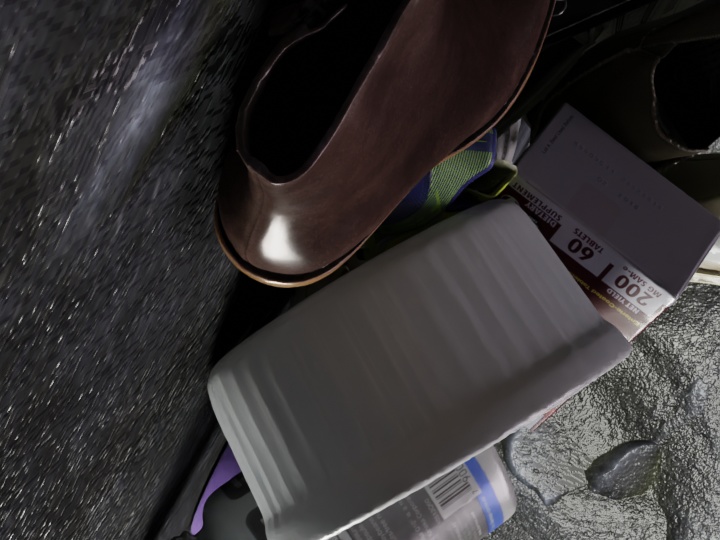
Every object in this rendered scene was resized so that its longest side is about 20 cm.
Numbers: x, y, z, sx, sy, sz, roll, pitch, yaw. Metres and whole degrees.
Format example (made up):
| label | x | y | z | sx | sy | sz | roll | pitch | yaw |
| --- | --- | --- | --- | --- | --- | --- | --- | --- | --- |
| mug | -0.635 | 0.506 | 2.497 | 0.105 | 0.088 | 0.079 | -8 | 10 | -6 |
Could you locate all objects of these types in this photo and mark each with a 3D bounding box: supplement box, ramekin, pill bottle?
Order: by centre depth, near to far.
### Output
| label | x | y | z | sx | sy | sz | roll | pitch | yaw |
| --- | --- | --- | --- | --- | --- | --- | --- | --- | --- |
| ramekin | 0.022 | 0.049 | 0.750 | 0.200 | 0.098 | 0.200 | -30 | 174 | -3 |
| supplement box | 0.104 | 0.005 | 0.857 | 0.061 | 0.109 | 0.200 | -50 | 175 | -29 |
| pill bottle | -0.019 | 0.151 | 0.888 | 0.200 | 0.114 | 0.114 | -34 | 169 | -11 |

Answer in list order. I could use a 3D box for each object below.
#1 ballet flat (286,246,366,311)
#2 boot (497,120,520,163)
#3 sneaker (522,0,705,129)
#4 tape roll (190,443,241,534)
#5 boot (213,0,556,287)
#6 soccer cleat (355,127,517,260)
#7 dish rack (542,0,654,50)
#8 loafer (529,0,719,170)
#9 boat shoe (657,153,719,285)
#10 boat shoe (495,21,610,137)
| label | x | y | z | sx | sy | sz | roll | pitch | yaw |
| --- | --- | --- | --- | --- | --- | --- | --- | --- | --- |
| ballet flat | 0.000 | 0.000 | 0.884 | 0.071 | 0.069 | 0.200 | 79 | 33 | -54 |
| boot | 0.075 | -0.032 | 0.983 | 0.073 | 0.096 | 0.200 | -11 | 139 | -18 |
| sneaker | 0.173 | -0.132 | 0.852 | 0.200 | 0.076 | 0.088 | -32 | -160 | 20 |
| tape roll | -0.030 | 0.115 | 1.053 | 0.200 | 0.085 | 0.200 | -59 | 174 | -11 |
| boot | 0.022 | -0.082 | 0.529 | 0.200 | 0.072 | 0.166 | -54 | 176 | -14 |
| soccer cleat | 0.037 | -0.039 | 0.773 | 0.200 | 0.083 | 0.065 | 61 | 29 | -80 |
| dish rack | 0.111 | -0.164 | 0.696 | 0.153 | 0.055 | 0.200 | -25 | 172 | -2 |
| loafer | 0.156 | -0.093 | 0.794 | 0.200 | 0.075 | 0.070 | -32 | -175 | 44 |
| boat shoe | 0.159 | -0.025 | 0.883 | 0.075 | 0.069 | 0.200 | -37 | -158 | -20 |
| boat shoe | 0.113 | -0.145 | 0.832 | 0.200 | 0.072 | 0.062 | -48 | -142 | 23 |
